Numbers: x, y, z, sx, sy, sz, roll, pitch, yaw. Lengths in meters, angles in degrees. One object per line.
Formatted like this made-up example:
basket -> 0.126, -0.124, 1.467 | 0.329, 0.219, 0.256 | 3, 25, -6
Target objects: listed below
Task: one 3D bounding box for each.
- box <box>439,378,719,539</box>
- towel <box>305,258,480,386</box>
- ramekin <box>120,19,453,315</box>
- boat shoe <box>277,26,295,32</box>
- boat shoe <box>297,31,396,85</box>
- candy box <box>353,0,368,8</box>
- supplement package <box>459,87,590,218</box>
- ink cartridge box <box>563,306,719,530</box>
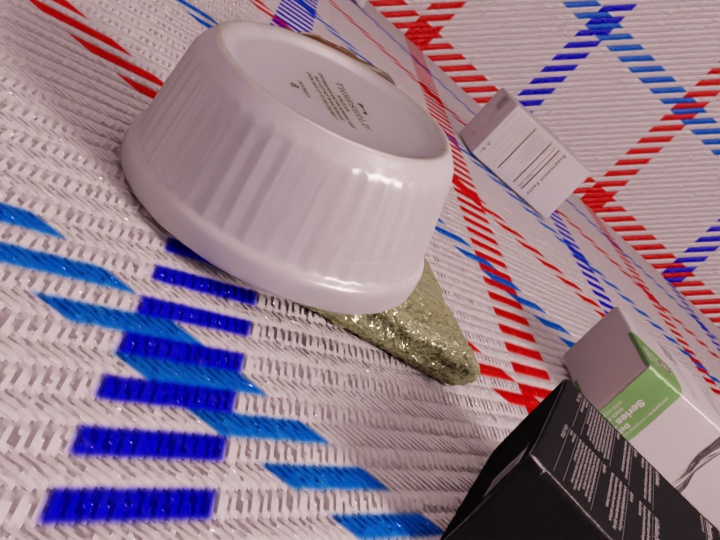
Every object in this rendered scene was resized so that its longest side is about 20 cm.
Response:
box -> 0.134, 0.154, 0.593 | 0.141, 0.079, 0.200 | 43, 15, 9
towel -> 0.000, 0.000, 0.735 | 0.200, 0.036, 0.149 | 33, 20, -36
ramekin -> -0.035, -0.072, 0.633 | 0.202, 0.094, 0.203 | 24, 25, -12
boat shoe -> -0.033, -0.176, 1.081 | 0.200, 0.072, 0.076 | 17, 44, -44
boat shoe -> -0.025, -0.225, 1.194 | 0.072, 0.076, 0.200 | 50, 15, 29
candy box -> 0.025, -0.715, 2.423 | 0.071, 0.168, 0.200 | 38, 16, -20
supplement package -> 0.301, -0.216, 1.907 | 0.200, 0.120, 0.121 | 38, 15, -22
ink cartridge box -> 0.312, 0.149, 1.045 | 0.200, 0.084, 0.146 | 41, 16, -13
